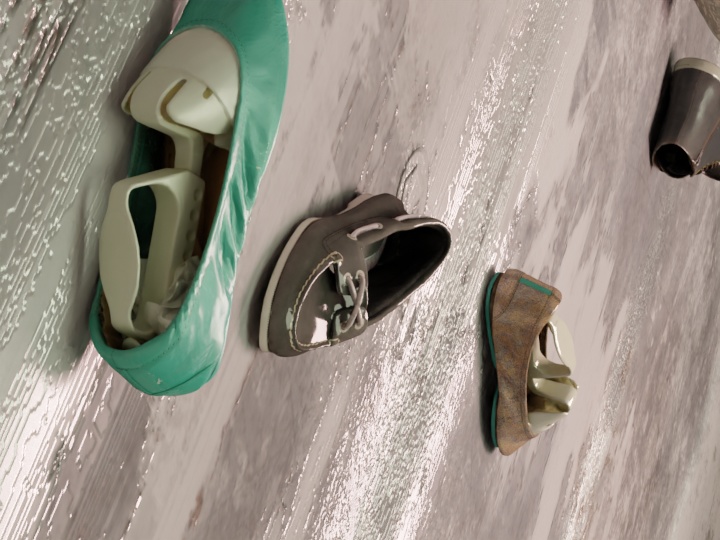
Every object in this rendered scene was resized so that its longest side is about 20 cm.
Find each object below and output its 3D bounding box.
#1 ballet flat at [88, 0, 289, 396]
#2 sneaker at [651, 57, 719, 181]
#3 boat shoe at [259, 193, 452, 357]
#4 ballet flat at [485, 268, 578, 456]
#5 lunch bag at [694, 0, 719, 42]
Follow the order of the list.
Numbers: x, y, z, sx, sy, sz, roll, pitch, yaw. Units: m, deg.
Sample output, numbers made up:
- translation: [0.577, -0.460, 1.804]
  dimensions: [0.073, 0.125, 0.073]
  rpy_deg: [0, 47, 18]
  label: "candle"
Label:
- translation: [-0.078, -0.045, 1.021]
  dimensions: [0.070, 0.067, 0.202]
  rpy_deg: [17, 82, -59]
  label: "ballet flat"
- translation: [0.342, -0.123, 2.376]
  dimensions: [0.107, 0.074, 0.200]
  rpy_deg: [-67, 151, -21]
  label: "sneaker"
- translation: [0.000, 0.000, 1.314]
  dimensions: [0.200, 0.056, 0.067]
  rpy_deg: [-42, 140, -64]
  label: "boat shoe"
- translation: [0.135, 0.082, 1.800]
  dimensions: [0.201, 0.067, 0.068]
  rpy_deg: [81, 26, -49]
  label: "ballet flat"
- translation: [0.361, -0.330, 2.211]
  dimensions: [0.164, 0.116, 0.202]
  rpy_deg: [65, 34, -65]
  label: "lunch bag"
